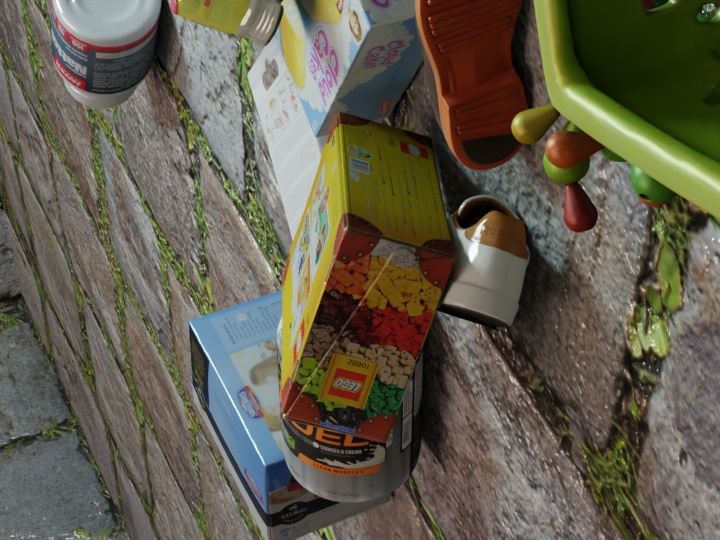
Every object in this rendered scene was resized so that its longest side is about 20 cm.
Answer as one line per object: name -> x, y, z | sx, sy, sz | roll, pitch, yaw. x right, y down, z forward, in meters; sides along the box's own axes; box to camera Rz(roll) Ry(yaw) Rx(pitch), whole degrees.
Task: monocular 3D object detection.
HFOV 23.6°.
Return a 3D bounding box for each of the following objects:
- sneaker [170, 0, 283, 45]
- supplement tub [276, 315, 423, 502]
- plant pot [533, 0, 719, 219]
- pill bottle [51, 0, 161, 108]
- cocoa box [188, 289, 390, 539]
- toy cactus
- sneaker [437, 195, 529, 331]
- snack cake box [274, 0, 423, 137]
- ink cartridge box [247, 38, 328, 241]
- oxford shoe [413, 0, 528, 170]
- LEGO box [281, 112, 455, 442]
sneaker -> -0.095, -0.263, 1.224 | 0.078, 0.090, 0.200 | 135, 138, -74
supplement tub -> -0.008, 0.091, 1.447 | 0.200, 0.122, 0.123 | 89, 156, -44
plant pot -> 0.173, -0.135, 0.554 | 0.199, 0.181, 0.200 | -137, 33, -56
pill bottle -> -0.291, -0.266, 1.958 | 0.200, 0.120, 0.120 | 115, 134, -66
cocoa box -> -0.070, 0.135, 1.660 | 0.131, 0.133, 0.200 | 91, 154, -46
toy cactus -> 0.126, -0.110, 0.906 | 0.200, 0.102, 0.165 | 105, 154, -75
sneaker -> 0.083, -0.005, 1.197 | 0.200, 0.073, 0.085 | 171, 116, -81
snack cake box -> -0.006, -0.189, 1.243 | 0.200, 0.067, 0.115 | 124, 127, -69
ink cartridge box -> -0.037, -0.099, 1.485 | 0.163, 0.057, 0.200 | 146, 114, -72
oxford shoe -> 0.059, -0.160, 1.073 | 0.073, 0.071, 0.200 | -121, 20, -50
LEGO box -> 0.000, 0.000, 1.207 | 0.200, 0.077, 0.149 | -95, 21, -62
